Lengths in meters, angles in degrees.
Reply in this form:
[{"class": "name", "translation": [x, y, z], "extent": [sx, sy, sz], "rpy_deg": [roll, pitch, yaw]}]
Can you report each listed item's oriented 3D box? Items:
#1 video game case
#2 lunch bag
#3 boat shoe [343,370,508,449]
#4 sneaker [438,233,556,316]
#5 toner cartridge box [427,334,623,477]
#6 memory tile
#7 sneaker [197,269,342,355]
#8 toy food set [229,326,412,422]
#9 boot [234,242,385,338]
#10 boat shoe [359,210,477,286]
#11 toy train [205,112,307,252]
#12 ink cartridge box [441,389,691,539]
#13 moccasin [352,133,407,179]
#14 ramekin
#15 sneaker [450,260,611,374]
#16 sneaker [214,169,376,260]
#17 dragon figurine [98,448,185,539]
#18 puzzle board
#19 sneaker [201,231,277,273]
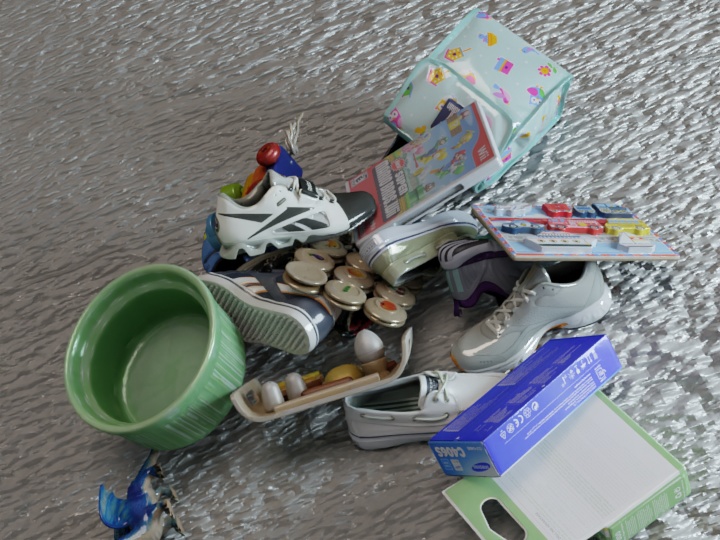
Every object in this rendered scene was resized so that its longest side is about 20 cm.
[{"class": "video game case", "translation": [0.072, -0.116, 1.573], "extent": [0.199, 0.017, 0.144], "rpy_deg": [-31, 33, 14]}, {"class": "lunch bag", "translation": [0.148, -0.212, 1.676], "extent": [0.170, 0.122, 0.200], "rpy_deg": [39, 68, 16]}, {"class": "boat shoe", "translation": [0.078, 0.143, 1.398], "extent": [0.198, 0.067, 0.074], "rpy_deg": [-17, 41, 5]}, {"class": "sneaker", "translation": [0.184, -0.005, 1.528], "extent": [0.198, 0.089, 0.074], "rpy_deg": [-13, 8, -21]}, {"class": "toner cartridge box", "translation": [0.170, 0.137, 1.330], "extent": [0.199, 0.043, 0.095], "rpy_deg": [-35, 11, -30]}, {"class": "memory tile", "translation": [0.000, 0.000, 1.519], "extent": [0.152, 0.017, 0.200], "rpy_deg": [22, 25, 6]}, {"class": "sneaker", "translation": [-0.107, 0.040, 1.510], "extent": [0.199, 0.079, 0.079], "rpy_deg": [19, 41, 36]}, {"class": "toy food set", "translation": [-0.037, 0.107, 1.431], "extent": [0.198, 0.061, 0.144], "rpy_deg": [-17, 1, 5]}, {"class": "boot", "translation": [-0.072, 0.037, 1.570], "extent": [0.203, 0.074, 0.154], "rpy_deg": [-35, 44, -16]}, {"class": "boat shoe", "translation": [0.078, -0.021, 1.540], "extent": [0.199, 0.072, 0.062], "rpy_deg": [-16, 65, -47]}, {"class": "toy train", "translation": [-0.129, -0.112, 1.658], "extent": [0.115, 0.085, 0.201], "rpy_deg": [-22, 38, 27]}, {"class": "ink cartridge box", "translation": [0.202, 0.218, 1.281], "extent": [0.199, 0.048, 0.146], "rpy_deg": [-33, 42, -11]}, {"class": "moccasin", "translation": [0.028, -0.113, 1.690], "extent": [0.080, 0.069, 0.201], "rpy_deg": [3, 46, 25]}, {"class": "ramekin", "translation": [-0.225, 0.104, 1.463], "extent": [0.198, 0.098, 0.202], "rpy_deg": [-13, 59, 22]}, {"class": "sneaker", "translation": [0.182, 0.038, 1.446], "extent": [0.199, 0.092, 0.076], "rpy_deg": [-29, 41, -9]}, {"class": "sneaker", "translation": [-0.075, -0.079, 1.527], "extent": [0.198, 0.089, 0.074], "rpy_deg": [-15, 21, -18]}, {"class": "dragon figurine", "translation": [-0.251, 0.262, 1.415], "extent": [0.099, 0.059, 0.201], "rpy_deg": [-22, 41, -1]}, {"class": "puzzle board", "translation": [0.241, -0.047, 1.469], "extent": [0.198, 0.018, 0.151], "rpy_deg": [0, 23, -14]}, {"class": "sneaker", "translation": [-0.110, -0.037, 1.675], "extent": [0.198, 0.066, 0.079], "rpy_deg": [-18, 46, 6]}]
